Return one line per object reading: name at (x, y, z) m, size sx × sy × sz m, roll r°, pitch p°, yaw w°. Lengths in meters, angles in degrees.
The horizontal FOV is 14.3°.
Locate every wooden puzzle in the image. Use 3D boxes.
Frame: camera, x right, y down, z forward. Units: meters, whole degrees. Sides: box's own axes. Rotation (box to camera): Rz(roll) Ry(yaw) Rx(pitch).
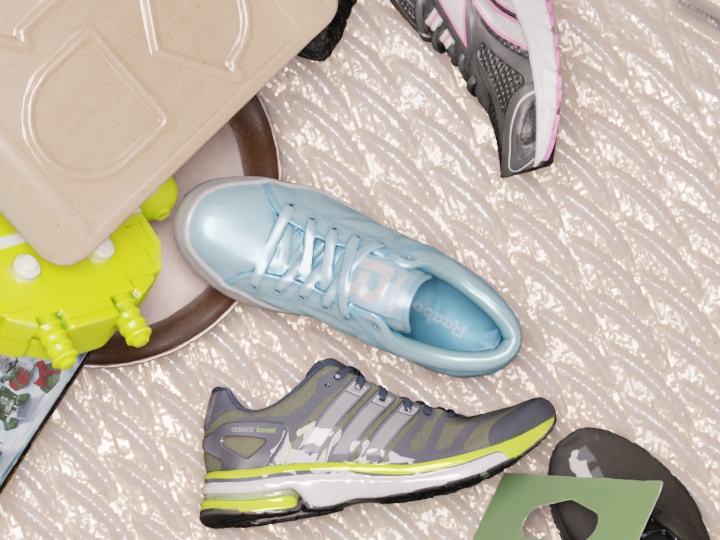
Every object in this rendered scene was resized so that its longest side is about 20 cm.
wooden puzzle at (-0.140, -0.133, 1.437) m, size 0.200 × 0.046 × 0.185 m, roll -43°, pitch 105°, yaw -8°

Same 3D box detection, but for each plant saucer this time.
plant saucer at (-0.142, -0.047, 1.565) m, size 0.199 × 0.032 × 0.202 m, roll 0°, pitch 85°, yaw -4°

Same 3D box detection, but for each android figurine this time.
android figurine at (-0.179, -0.034, 1.482) m, size 0.181 × 0.041 × 0.201 m, roll -14°, pitch 61°, yaw -36°

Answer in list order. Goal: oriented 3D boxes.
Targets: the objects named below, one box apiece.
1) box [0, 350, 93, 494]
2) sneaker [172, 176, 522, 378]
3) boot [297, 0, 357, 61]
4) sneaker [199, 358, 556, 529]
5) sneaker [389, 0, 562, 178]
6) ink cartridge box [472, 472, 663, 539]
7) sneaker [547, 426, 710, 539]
box at (-0.235, 0.062, 1.524) m, size 0.136 × 0.040 × 0.201 m, roll 33°, pitch 96°, yaw 1°
sneaker at (0.000, 0.000, 1.525) m, size 0.199 × 0.082 × 0.074 m, roll 20°, pitch 82°, yaw -15°
boot at (-0.090, -0.145, 1.521) m, size 0.157 × 0.080 × 0.212 m, roll 32°, pitch 55°, yaw 1°
sneaker at (0.007, 0.085, 1.544) m, size 0.198 × 0.074 × 0.082 m, roll -9°, pitch 82°, yaw -6°
sneaker at (0.059, -0.142, 1.572) m, size 0.086 × 0.080 × 0.201 m, roll -10°, pitch 73°, yaw 1°
ink cartridge box at (0.061, 0.185, 1.482) m, size 0.048 × 0.145 × 0.201 m, roll 33°, pitch 71°, yaw -28°
sneaker at (0.171, 0.169, 1.535) m, size 0.076 × 0.091 × 0.201 m, roll -35°, pitch 86°, yaw -4°
